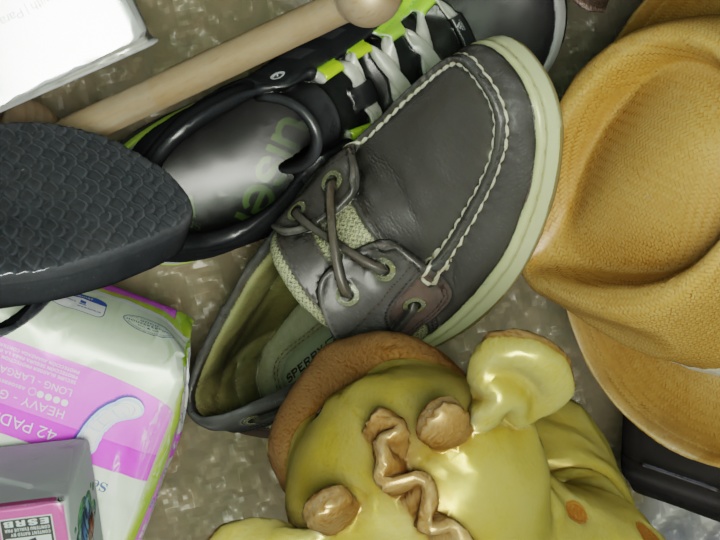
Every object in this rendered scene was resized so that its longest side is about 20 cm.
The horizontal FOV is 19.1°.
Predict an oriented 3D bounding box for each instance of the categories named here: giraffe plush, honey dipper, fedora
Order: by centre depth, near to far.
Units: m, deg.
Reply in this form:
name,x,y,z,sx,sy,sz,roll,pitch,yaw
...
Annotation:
name,x,y,z,sx,sy,sz,roll,pitch,yaw
giraffe plush,0.026,0.089,0.705,0.162,0.200,0.173,46,70,-39
fedora,0.114,-0.027,0.713,0.082,0.200,0.201,3,98,-37
honey dipper,-0.071,-0.062,0.746,0.200,0.038,0.038,-21,101,29

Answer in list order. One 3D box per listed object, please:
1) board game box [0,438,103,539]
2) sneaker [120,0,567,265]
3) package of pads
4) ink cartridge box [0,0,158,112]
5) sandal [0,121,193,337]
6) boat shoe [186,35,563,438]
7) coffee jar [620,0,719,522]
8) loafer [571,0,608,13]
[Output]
name,x,y,z,sx,sy,sz,roll,pitch,yaw
board game box,-0.155,0.169,0.736,0.147,0.064,0.201,-7,107,-1
sneaker,-0.007,-0.053,0.781,0.200,0.083,0.072,-32,100,-1
package of pads,-0.157,0.087,0.783,0.154,0.068,0.200,21,103,-8
ink cartridge box,-0.150,-0.150,0.722,0.085,0.145,0.200,-27,99,-2
sandal,-0.153,0.000,0.705,0.200,0.076,0.043,-16,139,-22
boat shoe,-0.001,0.000,0.745,0.066,0.201,0.072,-9,59,-38
coffee jar,0.158,-0.002,0.793,0.085,0.104,0.201,3,98,-38
loafer,0.009,-0.133,0.771,0.200,0.073,0.071,25,107,14
